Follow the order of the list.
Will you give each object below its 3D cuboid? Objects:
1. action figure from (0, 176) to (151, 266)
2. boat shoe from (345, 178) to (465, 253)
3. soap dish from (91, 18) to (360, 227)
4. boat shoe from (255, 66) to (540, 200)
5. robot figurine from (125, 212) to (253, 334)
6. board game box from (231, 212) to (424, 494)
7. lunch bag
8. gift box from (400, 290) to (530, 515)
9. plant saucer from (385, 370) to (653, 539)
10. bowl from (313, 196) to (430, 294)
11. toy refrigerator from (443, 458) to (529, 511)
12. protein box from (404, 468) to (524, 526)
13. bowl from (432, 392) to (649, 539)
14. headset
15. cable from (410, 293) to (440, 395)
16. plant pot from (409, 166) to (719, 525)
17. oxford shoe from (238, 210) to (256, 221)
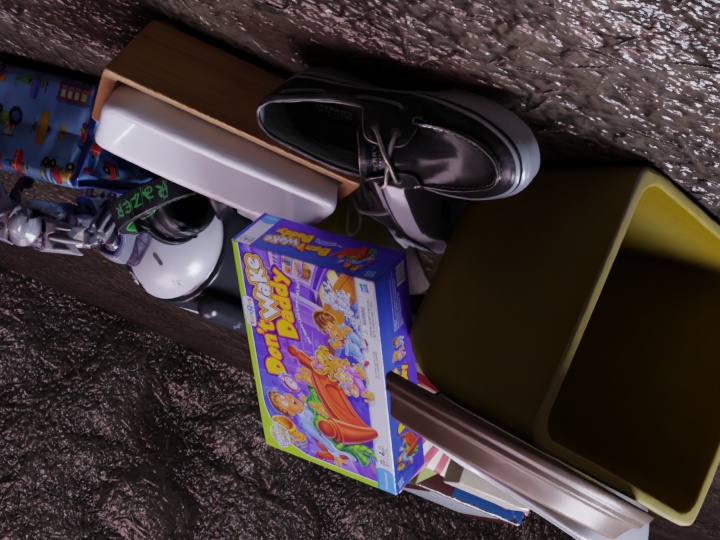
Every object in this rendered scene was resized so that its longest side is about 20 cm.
[{"bbox_3d":[-0.271,-0.048,1.312,0.129,0.070,0.200,24,-172,18],"label":"action figure"},{"bbox_3d":[0.022,-0.058,1.080,0.085,0.076,0.202,3,171,16],"label":"boat shoe"},{"bbox_3d":[-0.101,-0.107,1.073,0.198,0.082,0.157,24,169,-10],"label":"soap dish"},{"bbox_3d":[0.019,-0.081,0.929,0.198,0.071,0.073,16,124,31],"label":"boat shoe"},{"bbox_3d":[-0.158,-0.015,1.481,0.149,0.126,0.199,17,176,38],"label":"robot figurine"},{"bbox_3d":[-0.023,0.066,1.109,0.133,0.045,0.202,16,129,32],"label":"board game box"},{"bbox_3d":[-0.260,-0.122,1.352,0.149,0.095,0.200,15,180,25],"label":"lunch bag"},{"bbox_3d":[0.109,0.145,1.488,0.183,0.202,0.187,23,179,-7],"label":"gift box"},{"bbox_3d":[0.100,0.125,0.941,0.198,0.030,0.200,28,177,2],"label":"plant saucer"},{"bbox_3d":[0.000,0.000,1.259,0.107,0.202,0.200,-23,162,3],"label":"bowl"},{"bbox_3d":[0.152,0.122,1.367,0.075,0.202,0.070,22,169,-8],"label":"toy refrigerator"},{"bbox_3d":[0.134,0.184,1.698,0.134,0.201,0.200,23,169,-9],"label":"protein box"},{"bbox_3d":[0.153,0.164,1.185,0.199,0.075,0.200,30,175,29],"label":"bowl"},{"bbox_3d":[-0.137,-0.057,1.281,0.123,0.095,0.199,-23,177,30],"label":"headset"},{"bbox_3d":[0.069,0.086,1.203,0.198,0.164,0.051,-4,-136,-29],"label":"cable"},{"bbox_3d":[0.150,0.040,1.032,0.195,0.196,0.199,30,171,-39],"label":"plant pot"},{"bbox_3d":[-0.042,-0.027,1.409,0.198,0.058,0.075,23,173,9],"label":"oxford shoe"}]
